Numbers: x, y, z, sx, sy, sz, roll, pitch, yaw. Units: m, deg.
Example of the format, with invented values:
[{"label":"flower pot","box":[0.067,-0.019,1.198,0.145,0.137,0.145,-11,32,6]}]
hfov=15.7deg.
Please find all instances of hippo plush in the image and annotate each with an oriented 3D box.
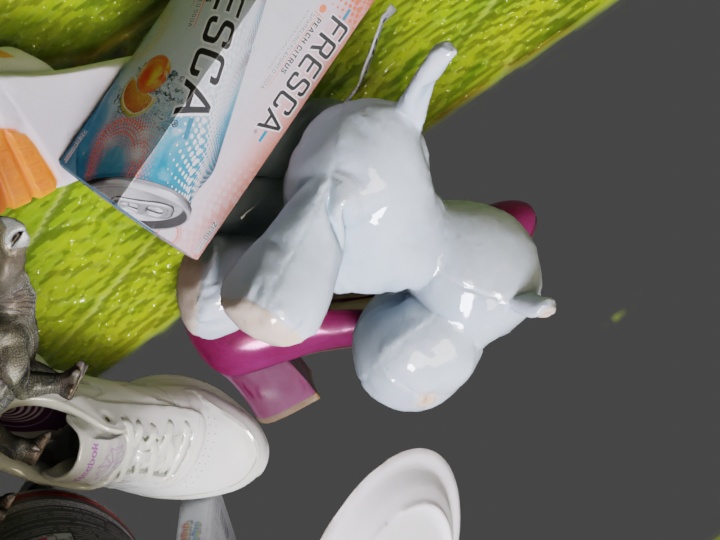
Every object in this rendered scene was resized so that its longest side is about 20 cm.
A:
[{"label":"hippo plush","box":[0.012,-0.019,1.387,0.160,0.159,0.200,34,94,-30]}]

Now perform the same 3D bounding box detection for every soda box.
[{"label":"soda box","box":[-0.064,-0.111,1.345,0.068,0.063,0.201,36,87,-43]}]

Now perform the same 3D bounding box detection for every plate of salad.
[{"label":"plate of salad","box":[-0.003,0.195,1.514,0.200,0.048,0.201,-38,138,-45]}]

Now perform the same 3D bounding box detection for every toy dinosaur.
[{"label":"toy dinosaur","box":[-0.203,0.062,1.326,0.102,0.077,0.201,30,99,-3]}]

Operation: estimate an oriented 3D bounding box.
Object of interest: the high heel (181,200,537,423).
[{"label":"high heel","box":[0.000,0.000,1.448,0.200,0.067,0.096,-35,122,-2]}]

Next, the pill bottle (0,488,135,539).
[{"label":"pill bottle","box":[-0.150,0.191,1.323,0.115,0.200,0.117,-3,102,-13]}]

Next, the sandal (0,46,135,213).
[{"label":"sandal","box":[-0.175,-0.078,1.356,0.206,0.059,0.080,-13,122,-39]}]

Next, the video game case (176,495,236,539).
[{"label":"video game case","box":[-0.072,0.247,1.477,0.023,0.182,0.201,-11,120,7]}]

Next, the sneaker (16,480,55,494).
[{"label":"sneaker","box":[-0.235,0.168,1.442,0.202,0.077,0.147,24,96,-19]}]

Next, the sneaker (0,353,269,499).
[{"label":"sneaker","box":[-0.137,0.098,1.426,0.199,0.100,0.075,13,108,-26]}]
